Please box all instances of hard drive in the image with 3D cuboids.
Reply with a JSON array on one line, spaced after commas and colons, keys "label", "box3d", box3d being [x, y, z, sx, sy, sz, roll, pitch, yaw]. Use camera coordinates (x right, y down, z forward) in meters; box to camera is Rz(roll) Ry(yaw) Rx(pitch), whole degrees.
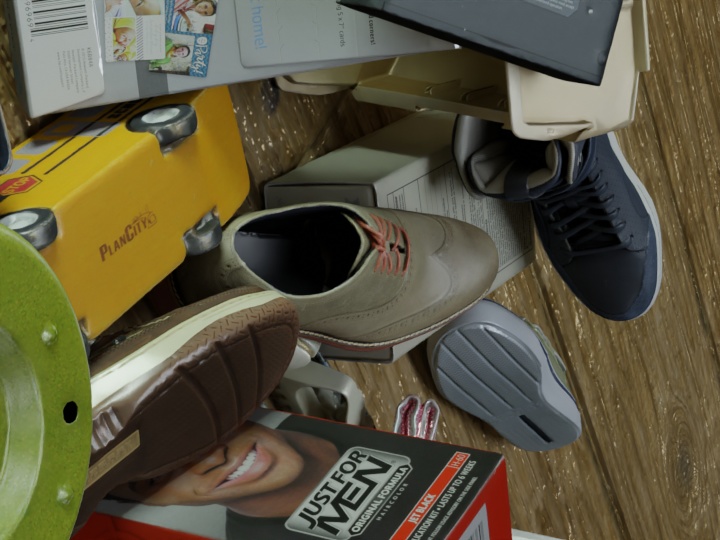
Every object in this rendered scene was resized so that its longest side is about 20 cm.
[{"label": "hard drive", "box3d": [0.074, -0.193, 0.805, 0.139, 0.033, 0.200, 13, 93, -38]}]

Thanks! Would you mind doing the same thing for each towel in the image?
[{"label": "towel", "box3d": [0.012, 0.160, 1.050, 0.200, 0.030, 0.147, 90, 15, -72]}]

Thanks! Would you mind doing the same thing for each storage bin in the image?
[{"label": "storage bin", "box3d": [0.038, -0.171, 0.932, 0.094, 0.200, 0.199, -18, 111, -33]}]

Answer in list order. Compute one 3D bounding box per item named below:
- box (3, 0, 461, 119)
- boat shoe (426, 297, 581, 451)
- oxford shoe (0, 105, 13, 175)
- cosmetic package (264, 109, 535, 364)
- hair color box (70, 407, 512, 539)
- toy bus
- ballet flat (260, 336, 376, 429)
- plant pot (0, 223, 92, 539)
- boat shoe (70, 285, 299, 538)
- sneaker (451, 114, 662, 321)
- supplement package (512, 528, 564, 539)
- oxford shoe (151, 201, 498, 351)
[{"label": "box", "box3d": [-0.059, -0.159, 0.810, 0.200, 0.041, 0.156, -11, 111, -15]}, {"label": "boat shoe", "box3d": [0.091, 0.059, 1.227, 0.200, 0.072, 0.062, 50, 25, -56]}, {"label": "oxford shoe", "box3d": [-0.175, -0.124, 0.699, 0.071, 0.073, 0.200, -46, 131, -49]}, {"label": "cosmetic package", "box3d": [0.029, -0.026, 1.081, 0.200, 0.073, 0.104, -28, 117, -57]}, {"label": "hair color box", "box3d": [-0.043, 0.114, 0.829, 0.102, 0.200, 0.061, -46, 136, -51]}, {"label": "toy bus", "box3d": [-0.119, -0.024, 0.805, 0.200, 0.078, 0.065, -46, 132, -50]}, {"label": "ballet flat", "box3d": [-0.039, 0.046, 0.972, 0.200, 0.074, 0.074, 60, 43, -45]}, {"label": "plant pot", "box3d": [-0.193, 0.043, 0.561, 0.200, 0.193, 0.201, -10, 102, -60]}, {"label": "boat shoe", "box3d": [-0.114, 0.052, 0.800, 0.202, 0.075, 0.075, -32, 143, -40]}, {"label": "sneaker", "box3d": [0.114, -0.040, 1.066, 0.146, 0.077, 0.203, -56, 129, -61]}, {"label": "supplement package", "box3d": [0.096, 0.255, 1.100, 0.200, 0.150, 0.152, 74, 29, -65]}, {"label": "oxford shoe", "box3d": [0.000, 0.000, 0.916, 0.200, 0.075, 0.071, -7, 78, -37]}]
